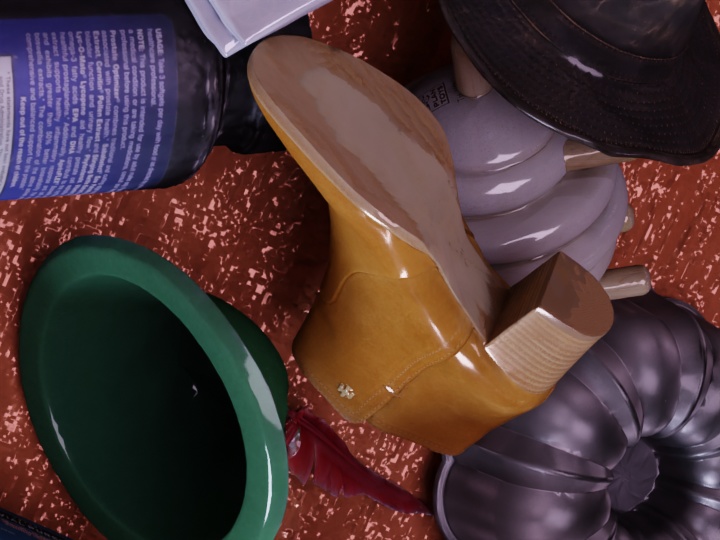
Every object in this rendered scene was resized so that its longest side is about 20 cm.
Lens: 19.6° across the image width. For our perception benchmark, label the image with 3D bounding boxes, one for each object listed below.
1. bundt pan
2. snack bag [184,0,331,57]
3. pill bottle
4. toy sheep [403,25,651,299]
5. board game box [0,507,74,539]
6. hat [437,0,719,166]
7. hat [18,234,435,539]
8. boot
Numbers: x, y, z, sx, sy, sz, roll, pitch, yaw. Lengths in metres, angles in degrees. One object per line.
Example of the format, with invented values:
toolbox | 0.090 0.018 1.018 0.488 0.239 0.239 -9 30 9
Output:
bundt pan | 0.141 0.108 1.088 0.202 0.076 0.202 -5 102 -26
snack bag | -0.028 -0.213 0.894 0.188 0.021 0.200 -30 77 -14
pill bottle | -0.127 -0.088 0.899 0.200 0.112 0.112 -5 107 -23
toy sheep | 0.066 -0.037 0.989 0.138 0.138 0.200 -25 132 -16
board game box | -0.196 0.202 0.929 0.151 0.047 0.200 29 96 -26
hat | 0.118 -0.145 0.944 0.200 0.201 0.081 20 134 -28
hat | -0.046 0.042 0.994 0.176 0.166 0.200 -30 154 -41
boot | 0.001 0.000 0.918 0.201 0.144 0.071 40 48 -9
